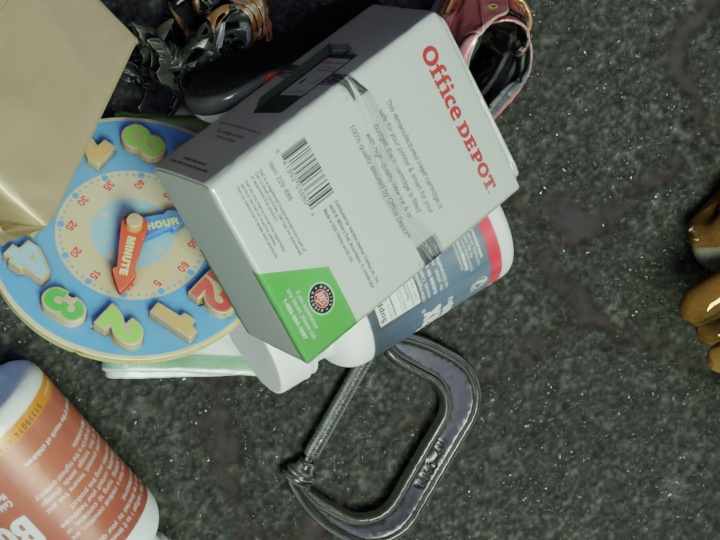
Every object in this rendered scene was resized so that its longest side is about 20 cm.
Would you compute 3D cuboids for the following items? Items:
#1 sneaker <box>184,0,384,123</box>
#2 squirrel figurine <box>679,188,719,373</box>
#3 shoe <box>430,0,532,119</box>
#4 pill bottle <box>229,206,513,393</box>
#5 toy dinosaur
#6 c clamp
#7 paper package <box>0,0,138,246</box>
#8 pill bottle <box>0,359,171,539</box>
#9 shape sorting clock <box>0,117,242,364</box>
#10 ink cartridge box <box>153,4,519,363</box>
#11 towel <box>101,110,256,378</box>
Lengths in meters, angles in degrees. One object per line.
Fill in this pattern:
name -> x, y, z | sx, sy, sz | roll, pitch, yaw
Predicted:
sneaker -> -0.040, -0.112, 1.305 | 0.201, 0.067, 0.109 | -36, 125, -46
squirrel figurine -> 0.341, -0.001, 1.416 | 0.199, 0.187, 0.141 | -24, 140, 22
shoe -> 0.098, -0.187, 1.326 | 0.071, 0.091, 0.201 | 39, 75, -34
pill bottle -> 0.000, 0.000, 1.344 | 0.199, 0.119, 0.120 | -31, 111, -17
toy dinosaur -> -0.108, -0.178, 1.302 | 0.135, 0.102, 0.201 | -34, 93, -23
c clamp -> 0.004, 0.112, 1.445 | 0.170, 0.027, 0.201 | 22, 96, -19
paper package -> -0.258, -0.130, 1.160 | 0.103, 0.201, 0.191 | -28, 120, 35
pill bottle -> -0.220, 0.172, 1.356 | 0.112, 0.112, 0.200 | -39, 110, -1
shape sorting clock -> -0.157, -0.025, 1.272 | 0.199, 0.201, 0.039 | 0, 150, -15
ink cartridge box -> -0.011, -0.061, 1.221 | 0.200, 0.084, 0.146 | -38, 118, -20
towel -> -0.117, -0.016, 1.375 | 0.148, 0.031, 0.201 | 0, 105, -16
